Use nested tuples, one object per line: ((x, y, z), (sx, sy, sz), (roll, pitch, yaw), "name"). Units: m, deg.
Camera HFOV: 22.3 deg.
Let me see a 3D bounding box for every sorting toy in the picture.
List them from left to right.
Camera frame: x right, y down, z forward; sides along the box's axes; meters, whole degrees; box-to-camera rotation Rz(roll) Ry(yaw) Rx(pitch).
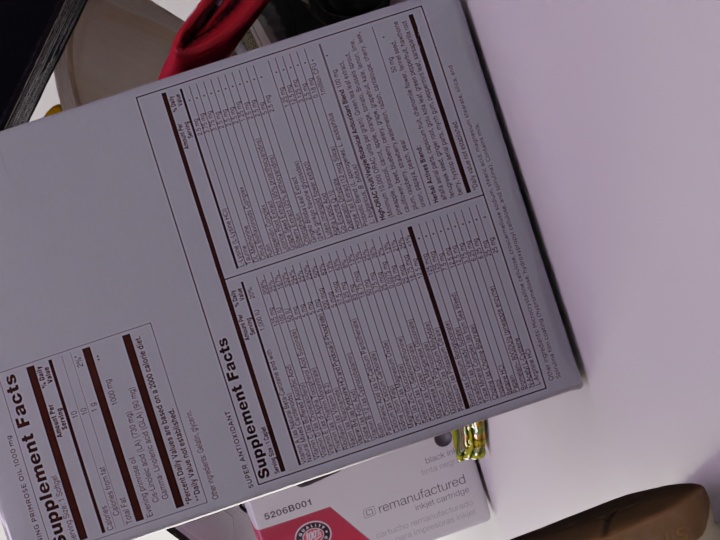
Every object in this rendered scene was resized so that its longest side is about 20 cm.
((-0.092, -0.062, 1.011), (0.199, 0.107, 0.180), (31, 173, -2), "sorting toy")

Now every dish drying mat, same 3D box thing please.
((-0.062, -0.089, 0.732), (0.018, 0.077, 0.200), (38, 167, -7), "dish drying mat")

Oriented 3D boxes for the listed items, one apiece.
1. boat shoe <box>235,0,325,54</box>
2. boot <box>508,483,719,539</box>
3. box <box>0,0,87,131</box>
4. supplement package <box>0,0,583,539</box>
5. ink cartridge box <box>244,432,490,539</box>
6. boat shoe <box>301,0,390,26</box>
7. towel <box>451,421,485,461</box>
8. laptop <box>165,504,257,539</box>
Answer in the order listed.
((-0.042, -0.135, 0.845), (0.203, 0.074, 0.065), (63, 152, -3), "boat shoe")
((0.079, 0.141, 0.486), (0.200, 0.072, 0.156), (92, 157, -80), "boot")
((-0.192, -0.119, 0.812), (0.201, 0.123, 0.198), (-62, 8, 10), "box")
((-0.043, 0.008, 0.696), (0.191, 0.199, 0.148), (121, 130, -85), "supplement package")
((-0.019, 0.075, 1.130), (0.083, 0.144, 0.201), (-125, 17, -75), "ink cartridge box")
((-0.041, -0.177, 0.778), (0.071, 0.072, 0.201), (84, 167, -54), "boat shoe")
((0.043, 0.029, 0.960), (0.200, 0.018, 0.087), (79, 172, -64), "towel")
((-0.057, 0.090, 1.204), (0.187, 0.115, 0.201), (43, -151, -35), "laptop")
